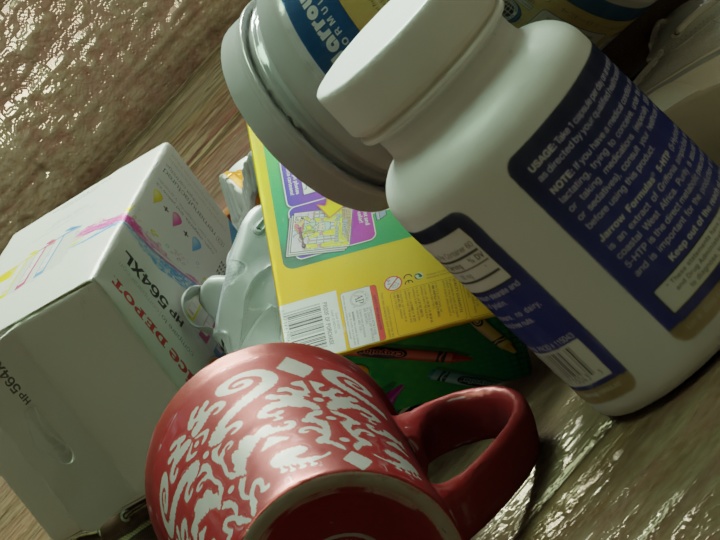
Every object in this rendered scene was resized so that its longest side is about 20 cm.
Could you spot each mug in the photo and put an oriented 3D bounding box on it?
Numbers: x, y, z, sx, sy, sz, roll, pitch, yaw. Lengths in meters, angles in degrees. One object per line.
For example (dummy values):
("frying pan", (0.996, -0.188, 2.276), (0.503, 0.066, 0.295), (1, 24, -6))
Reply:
("mug", (-0.009, 0.103, 1.365), (0.178, 0.133, 0.200), (-48, 14, 1))

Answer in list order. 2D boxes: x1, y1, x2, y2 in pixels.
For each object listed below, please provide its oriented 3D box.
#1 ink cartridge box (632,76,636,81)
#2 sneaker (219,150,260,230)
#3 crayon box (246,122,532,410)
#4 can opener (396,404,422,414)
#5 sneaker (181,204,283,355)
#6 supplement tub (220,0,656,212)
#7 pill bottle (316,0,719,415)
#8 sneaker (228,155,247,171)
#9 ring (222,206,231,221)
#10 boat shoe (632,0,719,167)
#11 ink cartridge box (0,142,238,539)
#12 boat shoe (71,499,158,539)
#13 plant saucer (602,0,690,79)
("ink cartridge box", (0.182, -0.131, 1.604), (0.165, 0.075, 0.200), (-38, 15, 34))
("sneaker", (-0.034, -0.038, 1.779), (0.077, 0.078, 0.200), (-19, -2, -14))
("crayon box", (0.012, -0.023, 1.550), (0.119, 0.058, 0.200), (-15, 50, 5))
("can opener", (-0.038, 0.121, 1.593), (0.200, 0.053, 0.066), (-41, 12, 27))
("sneaker", (0.000, 0.000, 1.626), (0.200, 0.115, 0.075), (-37, -22, -17))
("supplement tub", (0.041, -0.136, 1.438), (0.200, 0.145, 0.145), (-42, 12, 28))
("pill bottle", (0.082, -0.042, 1.334), (0.120, 0.200, 0.120), (-44, 12, 11))
("sneaker", (0.005, -0.077, 2.085), (0.200, 0.078, 0.079), (-32, 57, 7))
("ring", (-0.096, 0.052, 1.901), (0.200, 0.019, 0.201), (18, -90, -77))
("boat shoe", (0.177, -0.105, 1.434), (0.200, 0.072, 0.069), (-41, 50, -4))
("ink cartridge box", (-0.141, 0.045, 1.667), (0.125, 0.129, 0.200), (-30, 19, 24))
("boat shoe", (-0.102, 0.129, 1.705), (0.202, 0.075, 0.075), (-39, -8, 35))
("plant saucer", (0.137, -0.143, 1.539), (0.200, 0.034, 0.200), (-43, 15, 14))
